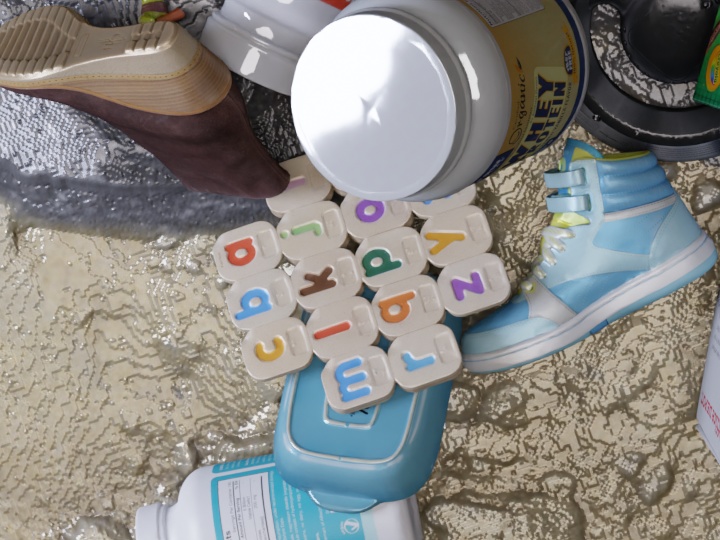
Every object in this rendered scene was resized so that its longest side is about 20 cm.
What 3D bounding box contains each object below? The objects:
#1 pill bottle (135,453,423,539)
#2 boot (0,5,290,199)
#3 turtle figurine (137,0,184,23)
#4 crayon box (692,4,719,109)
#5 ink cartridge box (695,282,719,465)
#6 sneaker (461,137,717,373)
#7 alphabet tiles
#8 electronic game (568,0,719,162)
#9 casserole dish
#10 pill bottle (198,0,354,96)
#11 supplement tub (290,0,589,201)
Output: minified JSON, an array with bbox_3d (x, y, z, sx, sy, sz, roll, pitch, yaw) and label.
[{"bbox_3d":[-0.059,0.188,1.564,0.199,0.111,0.111,-11,98,5],"label":"pill bottle"},{"bbox_3d":[-0.163,-0.108,1.522,0.200,0.072,0.166,4,145,33],"label":"boot"},{"bbox_3d":[-0.160,-0.238,1.528,0.161,0.064,0.200,-38,114,10],"label":"turtle figurine"},{"bbox_3d":[0.331,-0.150,1.468,0.200,0.058,0.119,9,102,-33],"label":"crayon box"},{"bbox_3d":[0.299,0.033,1.503,0.084,0.146,0.201,8,100,0],"label":"ink cartridge box"},{"bbox_3d":[0.141,-0.018,1.538,0.200,0.080,0.131,-28,99,-3],"label":"sneaker"},{"bbox_3d":[0.000,0.000,1.528,0.195,0.015,0.200,-19,66,2],"label":"alphabet tiles"},{"bbox_3d":[0.223,-0.171,1.513,0.199,0.042,0.201,4,114,8],"label":"electronic game"},{"bbox_3d":[0.003,0.073,1.527,0.121,0.039,0.200,6,66,14],"label":"casserole dish"},{"bbox_3d":[-0.035,-0.228,1.498,0.112,0.112,0.200,25,100,-1],"label":"pill bottle"},{"bbox_3d":[0.055,-0.127,1.447,0.144,0.200,0.145,9,109,28],"label":"supplement tub"}]
